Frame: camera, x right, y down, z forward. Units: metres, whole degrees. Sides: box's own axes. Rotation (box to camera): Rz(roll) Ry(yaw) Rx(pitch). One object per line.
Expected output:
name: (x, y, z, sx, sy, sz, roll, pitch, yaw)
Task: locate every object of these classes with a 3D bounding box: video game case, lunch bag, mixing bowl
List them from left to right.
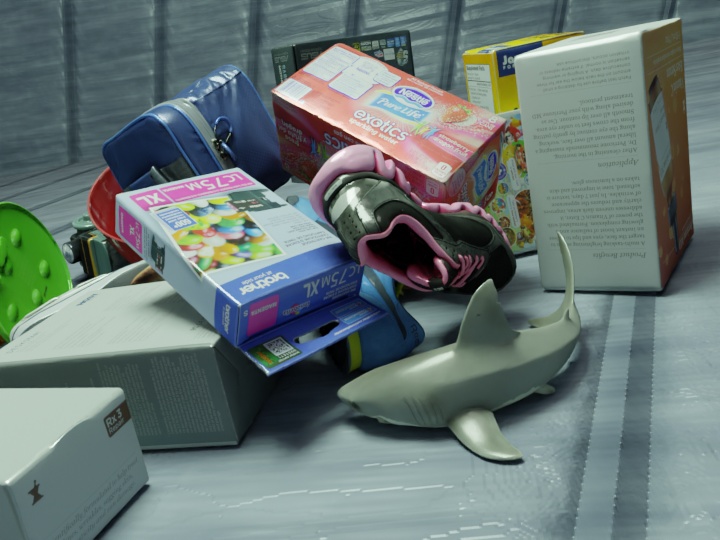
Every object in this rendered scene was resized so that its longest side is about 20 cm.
mixing bowl: (-0.231, -0.061, 0.889, 0.194, 0.110, 0.203, -1, 44, 1)
lunch bag: (-0.172, -0.108, 0.722, 0.132, 0.138, 0.198, -43, 19, -32)
video game case: (0.112, -0.081, 0.730, 0.195, 0.147, 0.018, -12, -5, -1)

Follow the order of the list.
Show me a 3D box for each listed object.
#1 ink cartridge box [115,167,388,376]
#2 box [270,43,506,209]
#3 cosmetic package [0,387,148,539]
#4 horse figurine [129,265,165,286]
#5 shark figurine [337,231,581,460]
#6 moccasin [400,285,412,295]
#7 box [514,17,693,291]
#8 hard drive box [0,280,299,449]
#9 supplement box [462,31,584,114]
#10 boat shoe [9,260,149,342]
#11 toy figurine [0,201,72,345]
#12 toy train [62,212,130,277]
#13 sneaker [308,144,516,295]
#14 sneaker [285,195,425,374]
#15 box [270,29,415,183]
ink cartridge box: (-0.082, -0.012, 0.520, 0.118, 0.043, 0.199, -20, 46, -40)
box: (0.023, -0.115, 0.647, 0.198, 0.096, 0.103, 31, 58, 25)
cosmetic package: (-0.245, 0.128, 0.438, 0.195, 0.076, 0.102, -2, 20, 22)
horse figurine: (-0.144, -0.013, 0.654, 0.130, 0.051, 0.199, -10, -6, -27)
shark figurine: (0.097, 0.040, 0.463, 0.211, 0.092, 0.127, -23, 22, -26)
moccasin: (0.000, -0.001, 0.672, 0.196, 0.075, 0.078, -3, 34, 13)
box: (0.223, -0.104, 0.622, 0.104, 0.205, 0.152, 0, 20, 35)
hard drive box: (-0.165, 0.068, 0.558, 0.195, 0.079, 0.156, -6, 18, 16)
supplement box: (0.196, -0.159, 0.809, 0.107, 0.205, 0.109, -13, 18, -5)
boat shoe: (-0.267, 0.033, 0.733, 0.197, 0.075, 0.065, -22, 25, -33)
toy figurine: (-0.452, 0.044, 0.796, 0.180, 0.152, 0.202, -24, 42, 5)
toy train: (-0.330, -0.049, 1.028, 0.112, 0.087, 0.198, 17, 29, 34)
sneaker: (0.052, -0.011, 0.512, 0.197, 0.080, 0.096, 20, 27, -37)
sneaker: (-0.011, 0.003, 0.597, 0.077, 0.067, 0.201, -14, 44, -17)
box: (-0.010, -0.208, 0.878, 0.197, 0.162, 0.050, -21, 21, -38)
